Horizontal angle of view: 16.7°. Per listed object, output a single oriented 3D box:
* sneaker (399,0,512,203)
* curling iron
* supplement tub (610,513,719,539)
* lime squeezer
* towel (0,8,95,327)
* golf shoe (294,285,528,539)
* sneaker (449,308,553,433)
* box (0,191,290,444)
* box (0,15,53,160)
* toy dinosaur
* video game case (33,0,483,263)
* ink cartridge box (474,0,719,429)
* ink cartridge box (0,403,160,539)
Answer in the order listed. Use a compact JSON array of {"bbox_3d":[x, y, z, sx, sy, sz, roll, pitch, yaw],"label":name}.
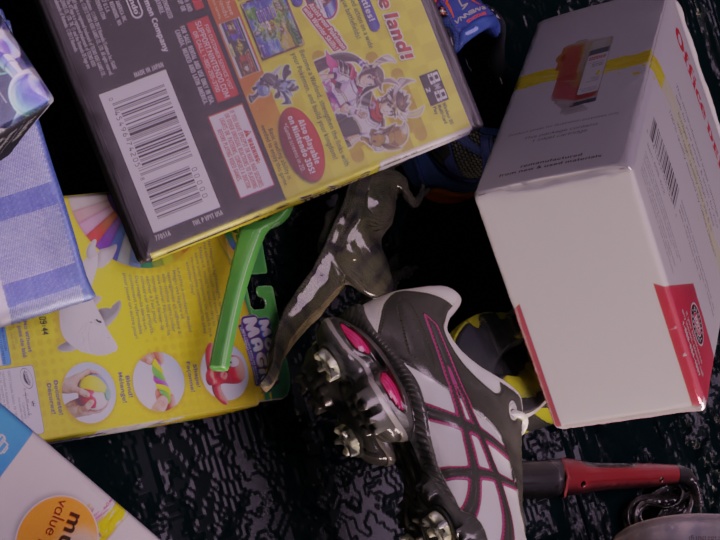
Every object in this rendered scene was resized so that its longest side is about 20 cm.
[{"bbox_3d":[0.040,-0.138,1.321,0.075,0.078,0.200,-31,99,-37],"label":"sneaker"},{"bbox_3d":[0.114,0.124,1.352,0.200,0.026,0.050,10,71,-34],"label":"curling iron"},{"bbox_3d":[0.183,0.240,1.298,0.122,0.122,0.201,24,56,-31],"label":"supplement tub"},{"bbox_3d":[-0.042,-0.033,1.227,0.200,0.038,0.071,-57,157,-51],"label":"lime squeezer"},{"bbox_3d":[-0.231,-0.028,1.092,0.199,0.024,0.147,-16,88,-19],"label":"towel"},{"bbox_3d":[0.053,0.098,1.169,0.088,0.077,0.200,-26,83,-25],"label":"golf shoe"},{"bbox_3d":[0.076,0.055,1.315,0.200,0.085,0.075,-2,66,-58],"label":"sneaker"},{"bbox_3d":[-0.129,0.021,1.183,0.200,0.048,0.118,-7,84,-35],"label":"box"},{"bbox_3d":[-0.255,-0.071,1.021,0.200,0.107,0.149,-35,93,-20],"label":"box"},{"bbox_3d":[0.000,0.000,1.258,0.200,0.047,0.088,-63,146,-28],"label":"toy dinosaur"},{"bbox_3d":[-0.060,-0.128,1.182,0.180,0.025,0.201,-22,91,-11],"label":"video game case"},{"bbox_3d":[0.134,-0.035,1.278,0.200,0.083,0.145,-66,140,-56],"label":"ink cartridge box"},{"bbox_3d":[-0.151,0.144,1.094,0.200,0.068,0.115,44,77,-29],"label":"ink cartridge box"}]
